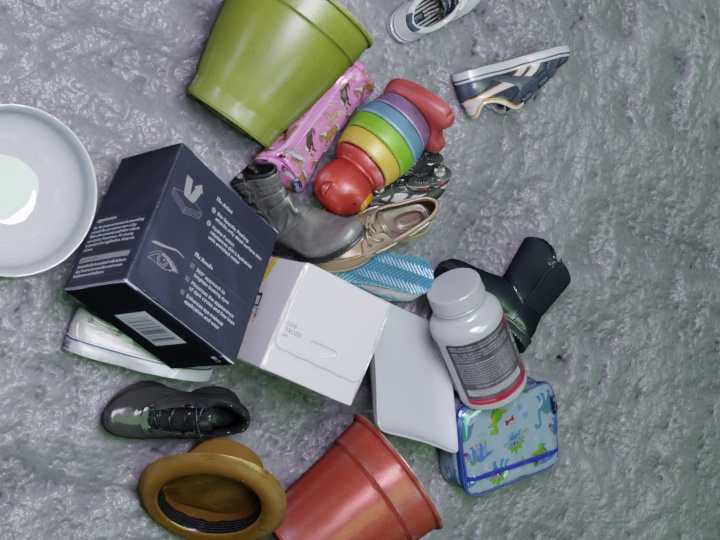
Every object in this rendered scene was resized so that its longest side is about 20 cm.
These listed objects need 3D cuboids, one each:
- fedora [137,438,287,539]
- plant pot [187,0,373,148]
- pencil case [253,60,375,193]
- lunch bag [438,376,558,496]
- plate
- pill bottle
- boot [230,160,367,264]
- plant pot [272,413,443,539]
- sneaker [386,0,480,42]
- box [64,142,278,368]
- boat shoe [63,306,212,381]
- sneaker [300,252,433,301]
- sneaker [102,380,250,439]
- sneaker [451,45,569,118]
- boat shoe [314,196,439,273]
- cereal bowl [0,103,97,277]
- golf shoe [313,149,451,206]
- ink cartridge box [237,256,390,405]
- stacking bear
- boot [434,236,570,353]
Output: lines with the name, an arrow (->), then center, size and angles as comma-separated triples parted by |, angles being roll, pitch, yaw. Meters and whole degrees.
fedora -> -0.192, 0.281, 1.408 | 0.201, 0.200, 0.082 | 46, 29, -26
plant pot -> -0.120, -0.271, 1.371 | 0.200, 0.200, 0.193 | 35, 90, -29
pencil case -> -0.062, -0.202, 1.456 | 0.200, 0.086, 0.083 | -55, 129, -17
lunch bag -> 0.220, 0.260, 1.679 | 0.199, 0.082, 0.162 | -11, 103, -28
plate -> 0.069, 0.155, 1.545 | 0.199, 0.032, 0.201 | 26, 52, -48
pill bottle -> 0.167, 0.099, 1.563 | 0.111, 0.110, 0.201 | -39, 124, -22
boot -> -0.090, -0.080, 1.391 | 0.068, 0.199, 0.131 | -47, 120, -29
plant pot -> -0.021, 0.341, 1.488 | 0.195, 0.201, 0.201 | -36, 112, -14
sneaker -> 0.131, -0.395, 1.560 | 0.200, 0.071, 0.073 | -41, 114, -21
box -> -0.225, -0.013, 1.307 | 0.197, 0.117, 0.201 | 45, 51, -40
boat shoe -> -0.278, 0.092, 1.374 | 0.199, 0.071, 0.070 | 18, 89, -24
sneaker -> 0.000, 0.000, 1.522 | 0.199, 0.081, 0.077 | 19, 69, -10
sneaker -> -0.236, 0.188, 1.394 | 0.199, 0.091, 0.077 | -2, 98, -29
sneaker -> 0.236, -0.288, 1.632 | 0.199, 0.078, 0.080 | -19, 100, -16
boat shoe -> 0.016, -0.057, 1.466 | 0.199, 0.065, 0.072 | -25, 79, -21
cereal bowl -> -0.418, -0.095, 1.259 | 0.199, 0.083, 0.202 | -3, 96, -31
golf shoe -> 0.032, -0.113, 1.527 | 0.199, 0.088, 0.078 | -7, 56, -9
ink cartridge box -> -0.087, 0.072, 1.405 | 0.147, 0.200, 0.145 | 26, 82, -30
stacking bear -> 0.018, -0.155, 1.440 | 0.114, 0.122, 0.200 | 40, 71, 8
boot -> 0.224, 0.007, 1.659 | 0.200, 0.076, 0.168 | 42, 62, -12
